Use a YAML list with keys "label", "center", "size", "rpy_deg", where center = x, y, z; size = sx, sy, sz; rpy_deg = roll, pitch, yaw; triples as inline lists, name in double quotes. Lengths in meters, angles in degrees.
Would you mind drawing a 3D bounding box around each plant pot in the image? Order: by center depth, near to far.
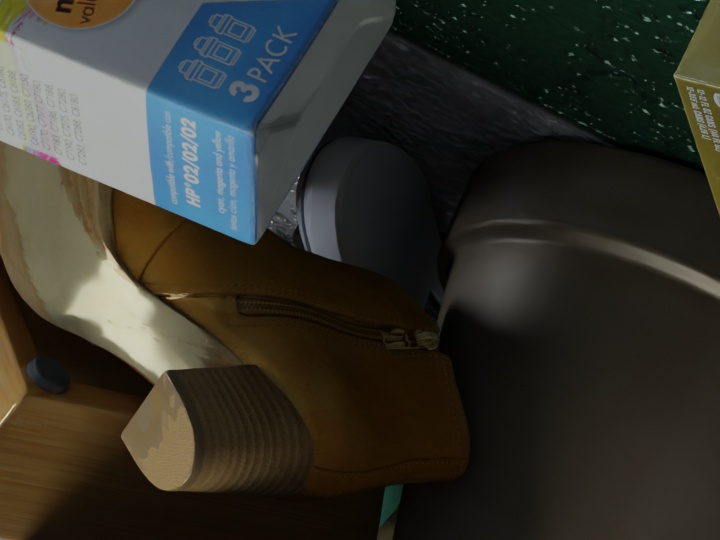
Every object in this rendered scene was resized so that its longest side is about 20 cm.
- label: "plant pot"
  center: [0.098, 0.077, 0.987]
  size: [0.199, 0.174, 0.200]
  rpy_deg: [23, 160, 9]

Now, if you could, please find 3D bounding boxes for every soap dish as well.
- label: "soap dish"
  center: [-0.093, 0.045, 0.980]
  size: [0.199, 0.081, 0.158]
  rpy_deg: [15, -147, -36]

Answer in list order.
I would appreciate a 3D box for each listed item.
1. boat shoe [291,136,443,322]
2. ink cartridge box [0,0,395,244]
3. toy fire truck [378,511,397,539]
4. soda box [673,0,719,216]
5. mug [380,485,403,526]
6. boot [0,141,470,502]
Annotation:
- label: "boat shoe"
  center: [0.000, 0.000, 1.082]
  size: [0.065, 0.072, 0.200]
  rpy_deg: [13, 164, 23]
- label: "ink cartridge box"
  center: [-0.099, -0.104, 0.875]
  size: [0.199, 0.115, 0.068]
  rpy_deg: [22, 148, 14]
- label: "toy fire truck"
  center: [0.069, 0.246, 1.446]
  size: [0.199, 0.177, 0.129]
  rpy_deg: [21, 164, -27]
- label: "soda box"
  center: [0.162, -0.025, 0.820]
  size: [0.068, 0.064, 0.200]
  rpy_deg: [16, 157, 27]
- label: "mug"
  center: [-0.041, 0.081, 1.196]
  size: [0.152, 0.114, 0.185]
  rpy_deg: [48, 177, -37]
- label: "boot"
  center: [-0.048, 0.001, 0.932]
  size: [0.144, 0.202, 0.071]
  rpy_deg: [0, 143, -45]
